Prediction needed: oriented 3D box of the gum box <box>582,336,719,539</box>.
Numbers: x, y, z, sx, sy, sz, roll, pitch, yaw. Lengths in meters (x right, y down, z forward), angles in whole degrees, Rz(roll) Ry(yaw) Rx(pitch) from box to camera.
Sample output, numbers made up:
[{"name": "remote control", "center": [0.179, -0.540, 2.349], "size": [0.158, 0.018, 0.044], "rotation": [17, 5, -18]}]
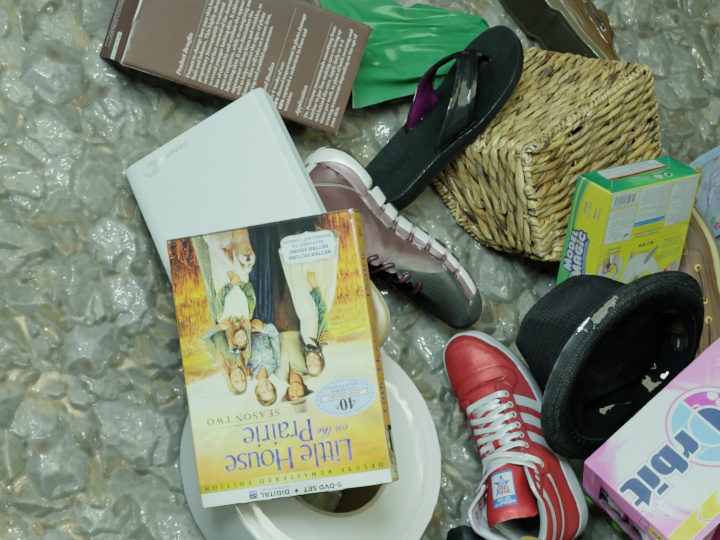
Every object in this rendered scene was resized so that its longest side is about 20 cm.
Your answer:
[{"name": "gum box", "center": [0.288, 0.153, 1.415], "size": [0.200, 0.066, 0.114], "rotation": [-40, 63, -16]}]

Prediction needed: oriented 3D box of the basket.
[{"name": "basket", "center": [0.163, -0.102, 1.554], "size": [0.200, 0.149, 0.143], "rotation": [-36, 126, -36]}]

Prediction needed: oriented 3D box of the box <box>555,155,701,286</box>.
[{"name": "box", "center": [0.231, 0.003, 1.513], "size": [0.117, 0.048, 0.200], "rotation": [-13, 122, -35]}]

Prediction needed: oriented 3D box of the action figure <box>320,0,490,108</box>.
[{"name": "action figure", "center": [0.059, -0.197, 1.530], "size": [0.200, 0.055, 0.118], "rotation": [-5, 73, -29]}]

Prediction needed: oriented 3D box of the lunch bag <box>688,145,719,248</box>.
[{"name": "lunch bag", "center": [0.440, -0.073, 1.629], "size": [0.170, 0.200, 0.127], "rotation": [19, 63, -24]}]

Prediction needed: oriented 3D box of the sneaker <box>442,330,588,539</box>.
[{"name": "sneaker", "center": [0.115, 0.146, 1.400], "size": [0.200, 0.071, 0.112], "rotation": [61, 26, 6]}]

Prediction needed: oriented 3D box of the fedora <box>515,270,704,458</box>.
[{"name": "fedora", "center": [0.197, 0.063, 1.421], "size": [0.201, 0.201, 0.092], "rotation": [-23, 43, -36]}]

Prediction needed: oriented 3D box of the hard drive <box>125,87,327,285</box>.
[{"name": "hard drive", "center": [-0.091, -0.029, 1.304], "size": [0.200, 0.132, 0.026], "rotation": [64, 10, 27]}]

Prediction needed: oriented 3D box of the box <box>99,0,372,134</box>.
[{"name": "box", "center": [-0.102, -0.189, 1.397], "size": [0.200, 0.075, 0.100], "rotation": [17, 94, -27]}]

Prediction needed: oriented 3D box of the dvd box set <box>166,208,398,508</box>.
[{"name": "dvd box set", "center": [-0.058, 0.065, 1.230], "size": [0.146, 0.029, 0.200], "rotation": [-8, 85, 11]}]

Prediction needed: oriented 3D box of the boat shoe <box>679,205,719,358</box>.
[{"name": "boat shoe", "center": [0.298, 0.009, 1.589], "size": [0.068, 0.072, 0.200], "rotation": [-20, 86, -37]}]

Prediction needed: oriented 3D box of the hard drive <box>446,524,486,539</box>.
[{"name": "hard drive", "center": [0.156, 0.304, 1.414], "size": [0.200, 0.033, 0.140], "rotation": [20, 63, -25]}]

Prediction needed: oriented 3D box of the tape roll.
[{"name": "tape roll", "center": [-0.038, 0.150, 1.331], "size": [0.202, 0.071, 0.202], "rotation": [12, 66, -29]}]

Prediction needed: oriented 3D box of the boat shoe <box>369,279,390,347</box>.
[{"name": "boat shoe", "center": [-0.047, 0.005, 1.330], "size": [0.200, 0.069, 0.074], "rotation": [36, 93, 28]}]

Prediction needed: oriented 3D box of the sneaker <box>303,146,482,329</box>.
[{"name": "sneaker", "center": [0.000, 0.000, 1.417], "size": [0.200, 0.076, 0.116], "rotation": [44, 60, 2]}]

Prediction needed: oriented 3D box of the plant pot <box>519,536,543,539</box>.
[{"name": "plant pot", "center": [0.203, 0.348, 1.280], "size": [0.195, 0.200, 0.194], "rotation": [20, 97, -25]}]

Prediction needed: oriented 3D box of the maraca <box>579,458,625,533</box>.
[{"name": "maraca", "center": [0.281, 0.183, 1.493], "size": [0.200, 0.107, 0.137], "rotation": [6, 49, -21]}]

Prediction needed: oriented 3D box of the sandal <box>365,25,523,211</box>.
[{"name": "sandal", "center": [0.070, -0.138, 1.462], "size": [0.200, 0.075, 0.048], "rotation": [-52, 136, -10]}]

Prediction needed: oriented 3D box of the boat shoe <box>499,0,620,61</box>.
[{"name": "boat shoe", "center": [0.216, -0.222, 1.625], "size": [0.068, 0.072, 0.200], "rotation": [-35, 92, -35]}]
